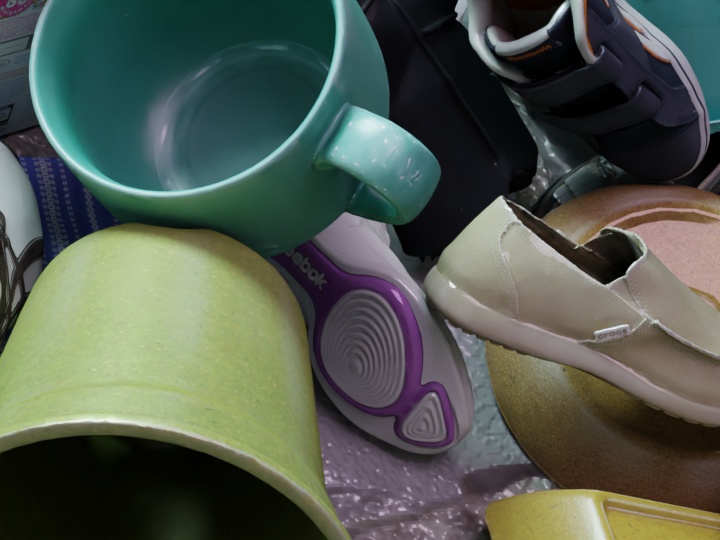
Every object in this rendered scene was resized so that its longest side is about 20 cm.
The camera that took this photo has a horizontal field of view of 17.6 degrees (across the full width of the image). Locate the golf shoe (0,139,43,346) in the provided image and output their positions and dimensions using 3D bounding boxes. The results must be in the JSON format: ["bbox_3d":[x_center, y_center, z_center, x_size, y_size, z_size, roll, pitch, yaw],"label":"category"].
[{"bbox_3d":[-0.181,-0.005,1.049,0.078,0.095,0.200,14,45,-9],"label":"golf shoe"}]

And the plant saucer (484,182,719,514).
[{"bbox_3d":[0.165,0.036,1.204,0.200,0.035,0.200,3,65,-7],"label":"plant saucer"}]

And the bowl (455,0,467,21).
[{"bbox_3d":[-0.031,-0.204,1.289,0.201,0.090,0.201,2,87,-37],"label":"bowl"}]

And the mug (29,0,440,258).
[{"bbox_3d":[-0.057,-0.068,1.075,0.152,0.114,0.185,-27,64,5],"label":"mug"}]

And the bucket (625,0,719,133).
[{"bbox_3d":[0.174,-0.177,1.320,0.207,0.135,0.207,-2,36,1],"label":"bucket"}]

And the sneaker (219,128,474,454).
[{"bbox_3d":[0.000,0.000,1.170,0.200,0.075,0.100,54,28,9],"label":"sneaker"}]

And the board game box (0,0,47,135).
[{"bbox_3d":[-0.146,-0.159,1.146,0.148,0.200,0.064,-22,64,-38],"label":"board game box"}]

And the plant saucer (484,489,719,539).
[{"bbox_3d":[0.174,0.178,1.084,0.200,0.048,0.200,13,34,-22],"label":"plant saucer"}]

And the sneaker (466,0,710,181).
[{"bbox_3d":[0.110,-0.111,1.200,0.200,0.078,0.079,52,38,-23],"label":"sneaker"}]

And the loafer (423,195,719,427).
[{"bbox_3d":[0.132,0.020,1.124,0.200,0.068,0.076,17,19,-14],"label":"loafer"}]

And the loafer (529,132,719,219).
[{"bbox_3d":[0.161,-0.051,1.299,0.072,0.063,0.200,45,48,13],"label":"loafer"}]

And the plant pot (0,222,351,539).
[{"bbox_3d":[-0.093,0.082,0.995,0.200,0.200,0.184,18,36,-11],"label":"plant pot"}]

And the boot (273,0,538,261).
[{"bbox_3d":[0.042,-0.124,1.239,0.168,0.076,0.200,55,49,-30],"label":"boot"}]

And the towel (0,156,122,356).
[{"bbox_3d":[-0.150,-0.003,1.136,0.200,0.024,0.145,1,52,-25],"label":"towel"}]
